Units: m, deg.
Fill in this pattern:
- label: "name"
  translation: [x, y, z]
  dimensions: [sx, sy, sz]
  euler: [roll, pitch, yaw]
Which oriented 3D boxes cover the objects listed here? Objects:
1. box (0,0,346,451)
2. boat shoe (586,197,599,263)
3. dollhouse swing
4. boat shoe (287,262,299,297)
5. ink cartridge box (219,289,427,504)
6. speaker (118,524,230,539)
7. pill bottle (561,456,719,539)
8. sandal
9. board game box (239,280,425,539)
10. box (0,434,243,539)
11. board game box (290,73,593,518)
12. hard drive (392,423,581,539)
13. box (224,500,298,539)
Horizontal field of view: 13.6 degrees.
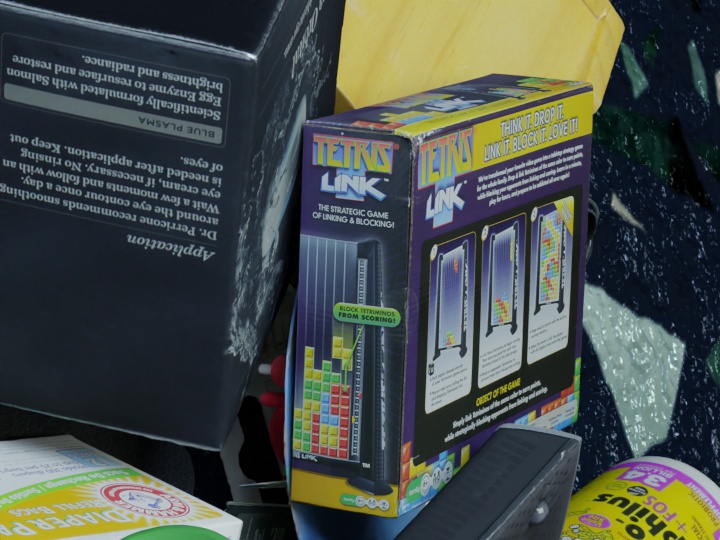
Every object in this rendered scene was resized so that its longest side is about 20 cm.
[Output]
- label: "box"
  translation: [-0.080, -0.069, 1.259]
  dimensions: [0.197, 0.117, 0.201]
  euler: [-69, 170, -52]
- label: "boat shoe"
  translation: [0.090, -0.015, 1.534]
  dimensions: [0.074, 0.066, 0.200]
  euler: [31, 61, -36]
- label: "dollhouse swing"
  translation: [0.005, -0.128, 1.480]
  dimensions: [0.176, 0.181, 0.200]
  euler: [-55, 127, -19]
- label: "boat shoe"
  translation: [0.000, 0.000, 1.468]
  dimensions: [0.076, 0.060, 0.200]
  euler: [-43, 113, -33]
- label: "ink cartridge box"
  translation: [0.000, 0.071, 1.530]
  dimensions: [0.199, 0.050, 0.162]
  euler: [-20, 97, -33]
- label: "speaker"
  translation: [-0.061, 0.197, 1.213]
  dimensions: [0.201, 0.088, 0.089]
  euler: [78, 31, -41]
- label: "pill bottle"
  translation: [0.118, 0.179, 1.586]
  dimensions: [0.200, 0.104, 0.105]
  euler: [-30, 104, -50]
- label: "sandal"
  translation: [-0.151, 0.065, 1.337]
  dimensions: [0.200, 0.043, 0.076]
  euler: [48, 57, -39]
- label: "board game box"
  translation: [-0.013, 0.050, 1.371]
  dimensions: [0.200, 0.039, 0.159]
  euler: [23, 70, -68]
- label: "box"
  translation: [-0.158, 0.138, 1.223]
  dimensions: [0.200, 0.112, 0.102]
  euler: [-3, 110, -52]
- label: "board game box"
  translation: [0.038, 0.006, 1.333]
  dimensions: [0.200, 0.056, 0.166]
  euler: [-19, 112, -62]
- label: "hard drive"
  translation: [0.036, 0.160, 1.332]
  dimensions: [0.135, 0.042, 0.200]
  euler: [-44, 157, -34]
- label: "box"
  translation: [-0.031, 0.230, 1.402]
  dimensions: [0.159, 0.046, 0.201]
  euler: [48, 48, -52]
